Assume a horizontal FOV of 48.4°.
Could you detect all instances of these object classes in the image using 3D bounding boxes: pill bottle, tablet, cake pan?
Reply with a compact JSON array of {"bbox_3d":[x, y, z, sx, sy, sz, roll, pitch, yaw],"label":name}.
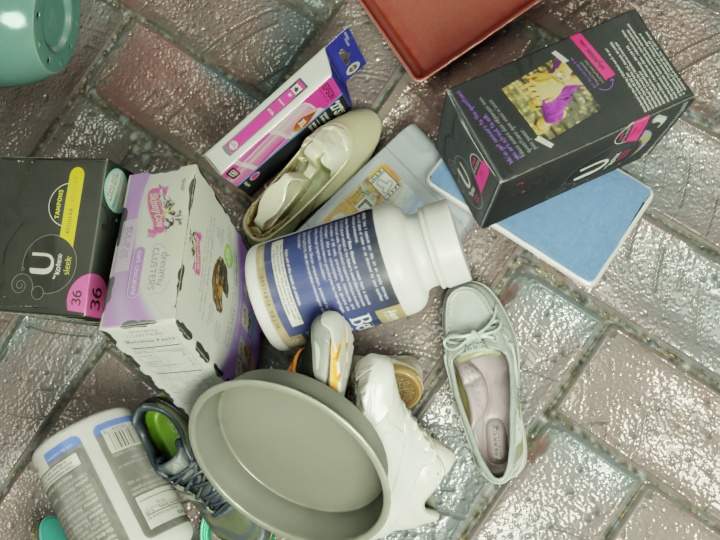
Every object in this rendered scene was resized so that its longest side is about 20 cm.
[{"bbox_3d":[0.000,0.000,0.773,0.200,0.111,0.111,-18,78,10],"label":"pill bottle"},{"bbox_3d":[0.181,-0.084,0.813,0.200,0.014,0.130,34,74,12],"label":"tablet"},{"bbox_3d":[-0.243,0.253,0.821,0.114,0.114,0.200,-33,75,6],"label":"pill bottle"},{"bbox_3d":[-0.061,0.168,0.725,0.200,0.037,0.200,13,126,18],"label":"cake pan"}]

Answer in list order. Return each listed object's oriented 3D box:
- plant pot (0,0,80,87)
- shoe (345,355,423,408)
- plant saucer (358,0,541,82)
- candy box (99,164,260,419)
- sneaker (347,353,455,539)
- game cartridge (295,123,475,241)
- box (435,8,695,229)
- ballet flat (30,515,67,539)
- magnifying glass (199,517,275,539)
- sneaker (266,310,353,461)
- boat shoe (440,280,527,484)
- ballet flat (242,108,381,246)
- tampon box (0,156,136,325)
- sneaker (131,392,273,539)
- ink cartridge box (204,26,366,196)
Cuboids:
[{"bbox_3d":[-0.421,-0.301,0.915,0.161,0.201,0.201,11,83,1],"label":"plant pot"},{"bbox_3d":[-0.030,0.125,0.831,0.200,0.053,0.070,-11,119,14],"label":"shoe"},{"bbox_3d":[0.094,-0.330,0.879,0.200,0.037,0.200,-34,76,6],"label":"plant saucer"},{"bbox_3d":[-0.160,0.027,0.770,0.071,0.200,0.168,-7,56,11],"label":"candy box"},{"bbox_3d":[0.040,0.165,0.774,0.099,0.078,0.200,-7,116,-3],"label":"sneaker"},{"bbox_3d":[0.029,-0.043,0.849,0.200,0.042,0.133,-44,71,3],"label":"game cartridge"},{"bbox_3d":[0.186,-0.139,0.760,0.200,0.122,0.106,-24,74,-7],"label":"box"},{"bbox_3d":[-0.290,0.353,0.846,0.200,0.068,0.075,39,107,13],"label":"ballet flat"},{"bbox_3d":[-0.141,0.224,0.851,0.080,0.022,0.200,-14,78,11],"label":"magnifying glass"},{"bbox_3d":[-0.054,0.121,0.756,0.077,0.078,0.200,15,123,4],"label":"sneaker"},{"bbox_3d":[0.122,0.106,0.788,0.074,0.065,0.202,-9,79,11],"label":"boat shoe"},{"bbox_3d":[-0.055,-0.102,0.860,0.069,0.069,0.200,42,92,15],"label":"ballet flat"},{"bbox_3d":[-0.274,-0.019,0.827,0.126,0.200,0.150,3,82,13],"label":"tampon box"},{"bbox_3d":[-0.166,0.206,0.808,0.200,0.081,0.074,45,94,15],"label":"sneaker"},{"bbox_3d":[-0.069,-0.166,0.858,0.200,0.095,0.037,-43,75,3],"label":"ink cartridge box"}]
